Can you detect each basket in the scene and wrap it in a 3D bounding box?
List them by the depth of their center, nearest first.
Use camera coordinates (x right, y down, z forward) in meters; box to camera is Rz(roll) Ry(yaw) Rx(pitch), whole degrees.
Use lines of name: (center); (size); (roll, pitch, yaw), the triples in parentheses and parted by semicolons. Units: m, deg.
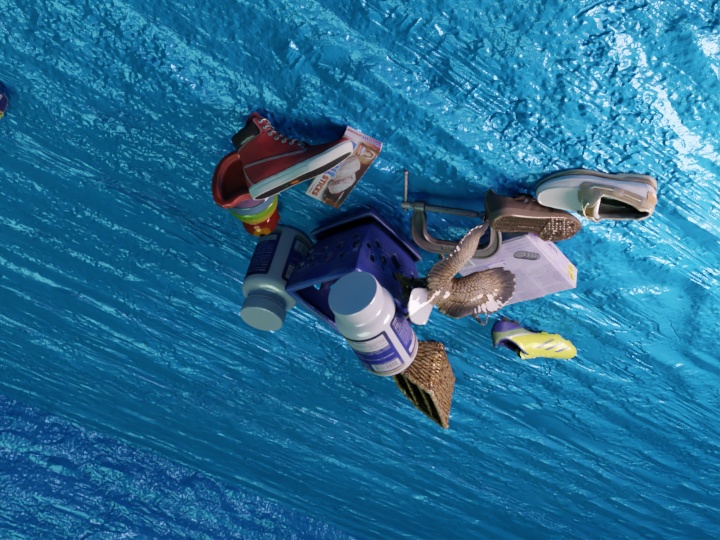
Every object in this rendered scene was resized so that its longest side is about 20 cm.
basket: (0.144, 0.283, 1.960); (0.143, 0.149, 0.200); (1, 145, 19)

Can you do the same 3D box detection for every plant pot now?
plant pot: (0.000, 0.000, 1.571); (0.200, 0.180, 0.200); (-18, 135, 39)

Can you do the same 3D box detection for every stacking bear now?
stacking bear: (-0.206, -0.134, 1.522); (0.121, 0.114, 0.200); (-16, 155, -2)

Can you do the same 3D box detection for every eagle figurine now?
eagle figurine: (0.166, 0.013, 1.433); (0.200, 0.151, 0.152); (-18, 161, 20)

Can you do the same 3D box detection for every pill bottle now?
pill bottle: (0.022, 0.097, 1.437); (0.116, 0.116, 0.200); (-3, 142, 24)
pill bottle: (-0.179, 0.018, 1.648); (0.120, 0.200, 0.120); (11, 146, 7)

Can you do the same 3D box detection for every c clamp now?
c clamp: (0.167, -0.090, 1.464); (0.200, 0.027, 0.171); (13, 132, 10)

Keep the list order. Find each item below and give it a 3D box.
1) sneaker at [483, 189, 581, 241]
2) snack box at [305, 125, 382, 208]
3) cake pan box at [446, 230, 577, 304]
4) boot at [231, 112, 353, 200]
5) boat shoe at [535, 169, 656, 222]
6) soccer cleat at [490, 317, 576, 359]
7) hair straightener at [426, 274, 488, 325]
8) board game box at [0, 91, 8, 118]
sneaker: (0.308, -0.106, 1.408); (0.200, 0.076, 0.070); (7, 142, -30)
snack box: (-0.033, -0.185, 1.451); (0.072, 0.024, 0.200); (26, 145, -12)
cake pan box: (0.295, -0.009, 1.561); (0.200, 0.052, 0.184); (-20, 131, 41)
boot: (-0.122, -0.225, 1.372); (0.200, 0.144, 0.072); (-21, 175, 11)
boat shoe: (0.394, -0.123, 1.337); (0.200, 0.068, 0.075); (0, 144, 21)
soccer cleat: (0.382, 0.170, 1.759); (0.200, 0.084, 0.065); (18, 146, -6)
hair straightener: (0.224, 0.062, 1.700); (0.077, 0.041, 0.200); (-16, 136, 38)
board game box: (-0.787, -0.327, 1.504); (0.200, 0.062, 0.200); (32, 144, -24)
